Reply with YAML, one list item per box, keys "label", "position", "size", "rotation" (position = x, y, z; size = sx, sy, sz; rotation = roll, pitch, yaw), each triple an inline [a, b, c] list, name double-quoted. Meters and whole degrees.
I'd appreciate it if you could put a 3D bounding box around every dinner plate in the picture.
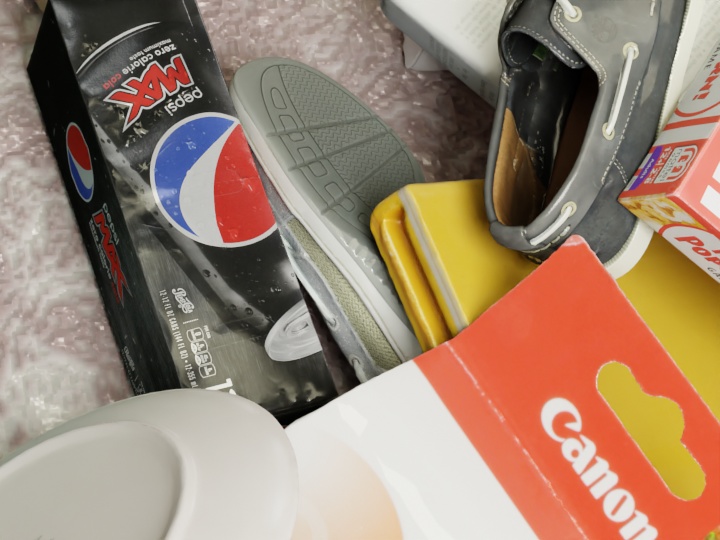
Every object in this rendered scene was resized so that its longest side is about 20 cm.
- label: "dinner plate"
  position: [-0.114, 0.110, 0.956]
  size: [0.200, 0.200, 0.024]
  rotation: [-52, 124, -28]

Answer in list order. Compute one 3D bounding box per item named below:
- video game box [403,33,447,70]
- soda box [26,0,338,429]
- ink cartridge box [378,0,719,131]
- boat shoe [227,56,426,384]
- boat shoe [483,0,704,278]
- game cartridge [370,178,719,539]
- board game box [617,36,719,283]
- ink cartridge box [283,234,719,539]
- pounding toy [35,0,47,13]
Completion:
- label: "video game box"
  position: [0.104, -0.185, 1.229]
  size: [0.200, 0.047, 0.183]
  rotation: [-4, 70, -18]
- label: "soda box"
  position: [-0.076, -0.019, 1.085]
  size: [0.063, 0.071, 0.200]
  rotation: [-13, 71, -22]
- label: "ink cartridge box"
  position: [0.133, -0.112, 1.119]
  size: [0.200, 0.047, 0.160]
  rotation: [41, 85, 5]
- label: "boat shoe"
  position: [0.001, 0.000, 1.104]
  size: [0.074, 0.065, 0.202]
  rotation: [-25, 74, -48]
- label: "boat shoe"
  position: [0.091, -0.099, 1.050]
  size: [0.068, 0.072, 0.200]
  rotation: [16, 80, -40]
- label: "game cartridge"
  position: [0.110, 0.042, 1.095]
  size: [0.200, 0.032, 0.177]
  rotation: [-4, 65, -46]
- label: "board game box"
  position: [0.220, -0.031, 1.055]
  size: [0.200, 0.046, 0.152]
  rotation: [37, 74, -18]
- label: "ink cartridge box"
  position: [0.044, 0.106, 0.982]
  size: [0.200, 0.050, 0.162]
  rotation: [-40, 70, 15]
- label: "pounding toy"
  position: [-0.139, -0.215, 1.108]
  size: [0.142, 0.184, 0.200]
  rotation: [-31, 84, -29]
